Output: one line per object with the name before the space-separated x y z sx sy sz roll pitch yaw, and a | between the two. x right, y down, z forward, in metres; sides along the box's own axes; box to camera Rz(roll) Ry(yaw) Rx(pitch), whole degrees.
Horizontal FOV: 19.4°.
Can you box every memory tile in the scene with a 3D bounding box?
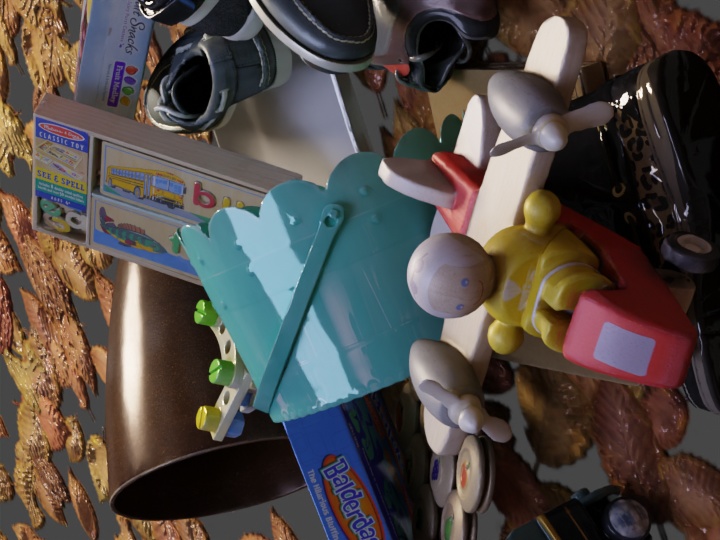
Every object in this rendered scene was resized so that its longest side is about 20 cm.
memory tile | 0.053 0.116 1.413 0.200 0.017 0.153 -100 19 -47

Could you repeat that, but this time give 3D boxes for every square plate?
square plate | -0.048 -0.101 1.531 0.200 0.028 0.198 -9 102 60

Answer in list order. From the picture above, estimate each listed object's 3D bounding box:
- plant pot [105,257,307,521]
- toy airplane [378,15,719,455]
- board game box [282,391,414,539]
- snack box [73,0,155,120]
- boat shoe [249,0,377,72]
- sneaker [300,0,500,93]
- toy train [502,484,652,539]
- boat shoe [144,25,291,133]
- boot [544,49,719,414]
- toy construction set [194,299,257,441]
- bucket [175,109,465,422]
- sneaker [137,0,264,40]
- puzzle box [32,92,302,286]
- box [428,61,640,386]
plant pot | -0.121 0.070 1.639 0.187 0.187 0.200 131 130 -57
toy airplane | 0.073 -0.013 1.118 0.199 0.141 0.200 -23 82 47
board game box | 0.005 0.153 1.481 0.200 0.045 0.152 -27 -84 -83
snack box | -0.169 -0.231 1.540 0.142 0.053 0.200 -91 15 -49
boat shoe | -0.037 -0.209 1.276 0.062 0.073 0.200 -60 44 49
sneaker | 0.021 -0.146 1.327 0.200 0.077 0.082 -25 75 60
toy train | 0.118 0.211 1.368 0.085 0.114 0.200 58 149 19
boat shoe | -0.120 -0.138 1.519 0.200 0.062 0.073 -15 95 60
boot | 0.148 -0.014 1.191 0.151 0.073 0.200 -10 96 47
toy construction set | -0.046 0.026 1.467 0.200 0.092 0.131 -32 49 37
bucket | 0.000 0.000 1.300 0.207 0.207 0.135 -21 91 60
sneaker | -0.098 -0.255 1.369 0.073 0.112 0.200 16 97 51
puzzle box | -0.145 -0.049 1.548 0.200 0.025 0.133 18 140 6
box | 0.111 -0.033 1.317 0.163 0.021 0.200 9 116 56
